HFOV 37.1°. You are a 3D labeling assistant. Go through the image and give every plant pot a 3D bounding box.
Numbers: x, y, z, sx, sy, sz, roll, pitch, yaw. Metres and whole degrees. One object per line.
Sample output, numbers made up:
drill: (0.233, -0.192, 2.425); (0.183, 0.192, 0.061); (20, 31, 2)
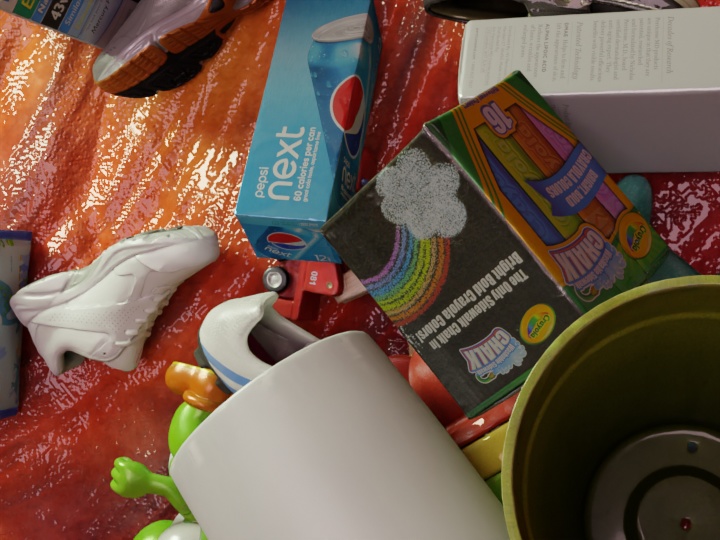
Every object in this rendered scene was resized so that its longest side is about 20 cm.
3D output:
plant pot: (0.183, 0.129, 0.580); (0.200, 0.193, 0.201); (-4, 70, 11)

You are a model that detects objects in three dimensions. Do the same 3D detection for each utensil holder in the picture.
utensil holder: (-0.001, 0.163, 0.663); (0.170, 0.170, 0.200); (-42, 72, 13)

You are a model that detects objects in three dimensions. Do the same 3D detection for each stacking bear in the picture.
stacking bear: (0.106, 0.125, 0.745); (0.114, 0.121, 0.200); (-29, 81, -16)

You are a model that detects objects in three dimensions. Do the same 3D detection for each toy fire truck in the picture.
toy fire truck: (0.000, 0.000, 0.829); (0.141, 0.049, 0.201); (11, 92, 17)

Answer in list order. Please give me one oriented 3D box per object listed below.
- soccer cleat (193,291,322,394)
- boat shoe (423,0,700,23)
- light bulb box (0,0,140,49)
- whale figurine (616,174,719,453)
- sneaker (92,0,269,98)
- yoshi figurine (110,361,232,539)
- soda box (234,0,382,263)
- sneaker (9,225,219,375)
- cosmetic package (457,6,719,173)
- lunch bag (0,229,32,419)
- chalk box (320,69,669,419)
soccer cleat: (-0.037, 0.100, 0.792); (0.086, 0.070, 0.200); (-28, 111, 36)
boat shoe: (0.139, -0.188, 0.772); (0.199, 0.073, 0.065); (19, 83, 26)
light bulb box: (-0.236, -0.293, 0.825); (0.125, 0.200, 0.199); (27, 98, 16)
whale figurine: (0.198, 0.033, 0.739); (0.159, 0.104, 0.201); (-23, 81, 16)
sneaker: (-0.145, -0.225, 0.870); (0.200, 0.076, 0.092); (-39, 72, 6)
yoshi figurine: (-0.136, 0.176, 0.837); (0.112, 0.112, 0.201); (10, 82, -4)
soda box: (-0.034, -0.109, 0.787); (0.068, 0.064, 0.201); (4, 64, 12)
sneaker: (-0.189, 0.029, 0.883); (0.200, 0.078, 0.100); (-23, 90, 25)
cosmetic package: (0.174, -0.121, 0.741); (0.199, 0.102, 0.074); (0, 63, 16)
lunch bag: (-0.373, 0.043, 0.868); (0.127, 0.200, 0.171); (4, 92, 17)
chalk box: (0.099, 0.000, 0.677); (0.200, 0.124, 0.125); (51, 133, 3)
